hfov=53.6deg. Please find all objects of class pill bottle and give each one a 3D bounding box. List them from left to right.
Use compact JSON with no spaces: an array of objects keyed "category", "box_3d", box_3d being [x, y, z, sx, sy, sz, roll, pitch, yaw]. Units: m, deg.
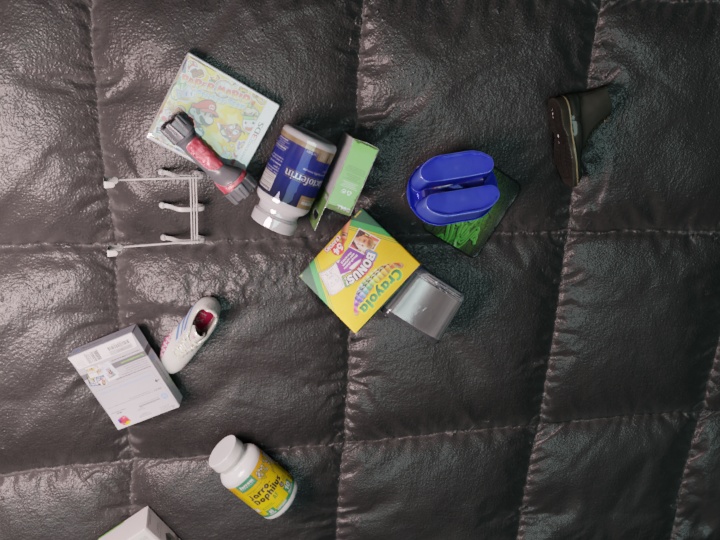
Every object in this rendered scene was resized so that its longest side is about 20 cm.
[{"category":"pill bottle","box_3d":[-0.247,0.468,1.630,0.113,0.113,0.200,-41,113,3]},{"category":"pill bottle","box_3d":[-0.137,-0.179,1.418,0.115,0.116,0.201,21,104,-20]}]

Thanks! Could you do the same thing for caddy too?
[{"category":"caddy","box_3d":[0.199,-0.173,1.506,0.198,0.105,0.142,-9,86,-6]}]

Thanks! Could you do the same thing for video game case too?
[{"category":"video game case","box_3d":[-0.286,-0.292,1.389,0.199,0.023,0.183,27,101,-21]}]

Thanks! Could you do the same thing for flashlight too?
[{"category":"flashlight","box_3d":[-0.289,-0.216,1.368,0.068,0.068,0.200,-41,115,4]}]

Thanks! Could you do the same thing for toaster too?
[{"category":"toaster","box_3d":[0.140,0.070,1.580,0.199,0.114,0.130,32,98,-19]}]

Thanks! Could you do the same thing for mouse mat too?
[{"category":"mouse mat","box_3d":[0.249,-0.142,1.586,0.160,0.008,0.201,28,102,-21]}]

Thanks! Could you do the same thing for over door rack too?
[{"category":"over door rack","box_3d":[-0.404,-0.118,1.391,0.199,0.066,0.149,-10,113,-33]}]

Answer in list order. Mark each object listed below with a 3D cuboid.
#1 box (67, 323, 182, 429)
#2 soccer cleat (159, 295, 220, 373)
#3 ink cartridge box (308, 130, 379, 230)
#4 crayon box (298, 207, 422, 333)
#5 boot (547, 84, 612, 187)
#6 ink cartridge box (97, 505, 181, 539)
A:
[{"category":"box","box_3d":[-0.492,0.227,1.503,0.155,0.041,0.201,-22,113,9]},{"category":"soccer cleat","box_3d":[-0.362,0.142,1.496,0.070,0.086,0.201,31,100,-22]},{"category":"ink cartridge box","box_3d":[-0.037,-0.175,1.450,0.059,0.104,0.201,19,104,-19]},{"category":"crayon box","box_3d":[0.000,0.000,1.506,0.173,0.058,0.200,44,96,9]},{"category":"boot","box_3d":[0.496,-0.295,1.558,0.137,0.077,0.201,-19,114,-12]},{"category":"ink cartridge box","box_3d":[-0.495,0.674,1.660,0.145,0.084,0.201,-33,114,0]}]
